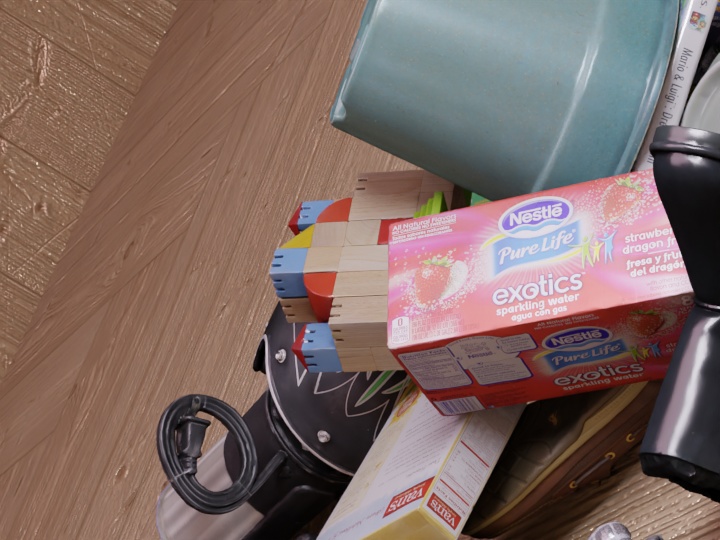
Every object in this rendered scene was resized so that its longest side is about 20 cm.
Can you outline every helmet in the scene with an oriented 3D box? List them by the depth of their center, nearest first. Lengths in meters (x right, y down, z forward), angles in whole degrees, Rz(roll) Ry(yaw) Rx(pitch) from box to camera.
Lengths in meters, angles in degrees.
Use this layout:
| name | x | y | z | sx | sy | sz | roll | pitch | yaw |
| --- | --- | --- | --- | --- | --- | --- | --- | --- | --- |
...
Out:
| name | x | y | z | sx | sy | sz | roll | pitch | yaw |
| --- | --- | --- | --- | --- | --- | --- | --- | --- | --- |
| helmet | 0.017 | 0.065 | 1.532 | 0.201 | 0.199 | 0.191 | -61 | 7 | -12 |

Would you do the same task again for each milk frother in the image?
| name | x | y | z | sx | sy | sz | roll | pitch | yaw |
| --- | --- | --- | --- | --- | --- | --- | --- | --- | --- |
| milk frother | -0.119 | 0.184 | 1.685 | 0.188 | 0.199 | 0.181 | -46 | 25 | 35 |

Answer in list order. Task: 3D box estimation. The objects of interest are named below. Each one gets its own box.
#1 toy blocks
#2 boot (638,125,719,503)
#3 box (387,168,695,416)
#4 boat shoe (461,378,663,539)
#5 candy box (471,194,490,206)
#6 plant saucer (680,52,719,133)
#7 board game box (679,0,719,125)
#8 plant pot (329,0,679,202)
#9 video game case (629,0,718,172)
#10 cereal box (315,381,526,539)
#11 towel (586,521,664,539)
| name | x | y | z | sx | sy | sz | roll | pitch | yaw |
| --- | --- | --- | --- | --- | --- | --- | --- | --- | --- |
| toy blocks | 0.000 | 0.000 | 1.415 | 0.136 | 0.100 | 0.201 | -3 | 46 | 15 |
| boot | 0.197 | 0.033 | 1.079 | 0.076 | 0.200 | 0.169 | 12 | 74 | 38 |
| box | 0.124 | 0.014 | 1.218 | 0.199 | 0.100 | 0.096 | -12 | 57 | 20 |
| boat shoe | 0.140 | 0.118 | 1.300 | 0.200 | 0.067 | 0.072 | -46 | 28 | 27 |
| candy box | 0.165 | -0.112 | 1.613 | 0.201 | 0.077 | 0.169 | -63 | 17 | -19 |
| plant saucer | 0.252 | -0.083 | 1.264 | 0.200 | 0.050 | 0.201 | -40 | 44 | 54 |
| board game box | 0.296 | -0.187 | 1.405 | 0.200 | 0.062 | 0.200 | -60 | 19 | 1 |
| plant pot | 0.093 | -0.139 | 1.366 | 0.200 | 0.195 | 0.201 | -160 | 90 | -86 |
| video game case | 0.202 | -0.128 | 1.394 | 0.200 | 0.024 | 0.183 | 153 | 135 | -84 |
| cereal box | 0.046 | 0.125 | 1.319 | 0.144 | 0.040 | 0.200 | -36 | 16 | 46 |
| towel | 0.124 | 0.253 | 1.082 | 0.200 | 0.085 | 0.166 | -51 | 19 | 21 |
